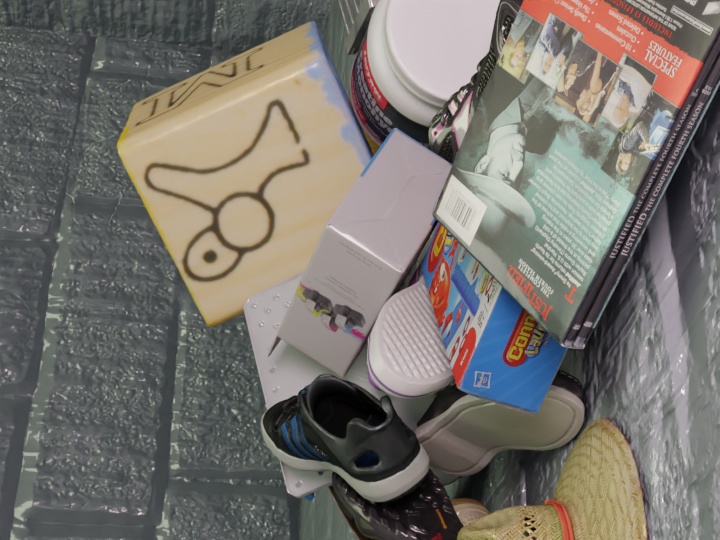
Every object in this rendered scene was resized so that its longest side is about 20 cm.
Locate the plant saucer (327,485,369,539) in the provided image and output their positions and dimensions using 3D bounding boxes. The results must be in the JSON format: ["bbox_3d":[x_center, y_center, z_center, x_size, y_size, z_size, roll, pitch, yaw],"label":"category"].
[{"bbox_3d":[0.036,0.232,1.138,0.201,0.037,0.200,52,-175,-6],"label":"plant saucer"}]

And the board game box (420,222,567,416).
[{"bbox_3d":[0.109,-0.044,0.821,0.196,0.056,0.201,-102,31,-68],"label":"board game box"}]

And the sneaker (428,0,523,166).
[{"bbox_3d":[0.091,-0.113,0.961,0.080,0.086,0.201,-31,-45,-53],"label":"sneaker"}]

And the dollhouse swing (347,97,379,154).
[{"bbox_3d":[0.012,-0.066,1.374,0.201,0.174,0.183,104,170,-48],"label":"dollhouse swing"}]

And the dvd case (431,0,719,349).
[{"bbox_3d":[0.116,-0.081,0.683,0.146,0.022,0.201,48,122,48],"label":"dvd case"}]

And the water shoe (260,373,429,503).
[{"bbox_3d":[-0.019,0.108,0.955,0.199,0.071,0.079,10,129,56],"label":"water shoe"}]

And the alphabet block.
[{"bbox_3d":[-0.091,-0.095,1.196,0.197,0.199,0.196,-102,-12,-72],"label":"alphabet block"}]

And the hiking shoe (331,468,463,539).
[{"bbox_3d":[0.046,0.215,0.942,0.200,0.075,0.101,36,135,38],"label":"hiking shoe"}]

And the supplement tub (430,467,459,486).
[{"bbox_3d":[0.044,0.111,1.172,0.200,0.122,0.124,-115,30,-76],"label":"supplement tub"}]

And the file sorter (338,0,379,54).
[{"bbox_3d":[0.047,-0.307,1.251,0.200,0.138,0.125,162,92,-83],"label":"file sorter"}]

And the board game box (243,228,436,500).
[{"bbox_3d":[0.012,0.069,1.065,0.026,0.199,0.201,52,-164,-52],"label":"board game box"}]

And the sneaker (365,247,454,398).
[{"bbox_3d":[0.037,0.064,0.945,0.115,0.072,0.201,-57,-4,28],"label":"sneaker"}]

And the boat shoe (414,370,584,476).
[{"bbox_3d":[0.098,0.095,0.898,0.061,0.074,0.200,-66,9,-27],"label":"boat shoe"}]

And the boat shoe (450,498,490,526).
[{"bbox_3d":[0.071,0.284,1.021,0.065,0.071,0.201,-120,34,-66],"label":"boat shoe"}]

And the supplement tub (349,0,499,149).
[{"bbox_3d":[0.068,-0.180,1.106,0.200,0.139,0.142,132,143,-80],"label":"supplement tub"}]

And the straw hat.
[{"bbox_3d":[0.100,0.184,0.770,0.201,0.084,0.203,-175,90,-84],"label":"straw hat"}]

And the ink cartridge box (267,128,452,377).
[{"bbox_3d":[0.000,0.000,0.996,0.115,0.068,0.200,-56,-3,-36],"label":"ink cartridge box"}]
